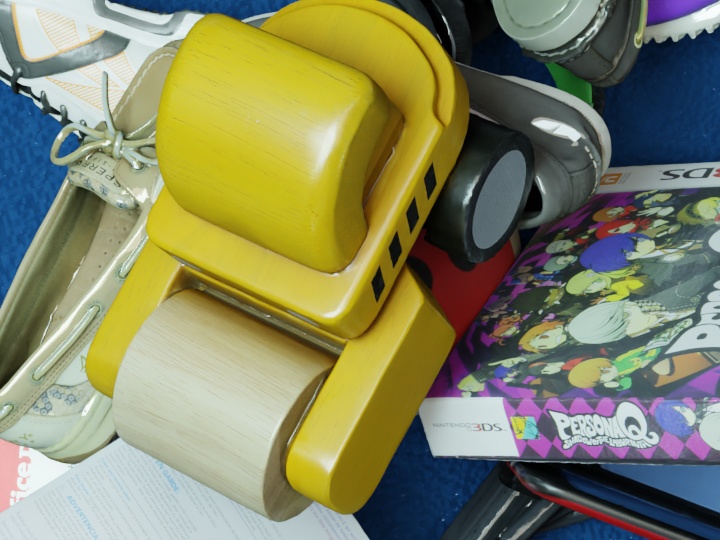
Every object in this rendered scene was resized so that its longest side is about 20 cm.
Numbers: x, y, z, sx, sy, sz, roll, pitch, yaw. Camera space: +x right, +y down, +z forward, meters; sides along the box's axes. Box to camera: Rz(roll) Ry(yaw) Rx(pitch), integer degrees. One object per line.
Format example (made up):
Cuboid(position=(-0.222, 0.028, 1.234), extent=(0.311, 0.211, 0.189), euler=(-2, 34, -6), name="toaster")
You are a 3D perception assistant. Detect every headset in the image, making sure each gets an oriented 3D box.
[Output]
Cuboid(position=(0.033, -0.128, 1.091), extent=(0.200, 0.124, 0.094), euler=(35, 132, -4), name="headset")

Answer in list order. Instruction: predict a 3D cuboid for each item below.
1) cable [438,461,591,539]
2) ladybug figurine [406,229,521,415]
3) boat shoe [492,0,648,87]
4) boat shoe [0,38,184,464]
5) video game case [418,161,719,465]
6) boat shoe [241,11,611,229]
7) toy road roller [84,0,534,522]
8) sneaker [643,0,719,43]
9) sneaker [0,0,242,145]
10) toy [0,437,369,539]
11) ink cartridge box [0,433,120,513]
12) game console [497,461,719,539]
Cuboid(position=(0.097, 0.182, 1.127), extent=(0.163, 0.051, 0.200), euler=(37, 83, -4), name="cable")
Cuboid(position=(0.000, 0.000, 1.069), extent=(0.136, 0.072, 0.200), euler=(33, 45, 18), name="ladybug figurine")
Cuboid(position=(0.097, -0.175, 1.109), extent=(0.072, 0.061, 0.202), euler=(-23, 50, 33), name="boat shoe")
Cuboid(position=(-0.112, -0.014, 1.042), extent=(0.063, 0.073, 0.201), euler=(23, 85, -43), name="boat shoe")
Cuboid(position=(0.144, 0.013, 1.026), extent=(0.181, 0.200, 0.036), euler=(-2, 121, 31), name="video game case")
Cuboid(position=(0.010, -0.066, 1.029), extent=(0.199, 0.057, 0.067), euler=(16, 127, 23), name="boat shoe")
Cuboid(position=(-0.033, -0.014, 0.929), extent=(0.123, 0.146, 0.200), euler=(24, 83, 25), name="toy road roller")
Cuboid(position=(0.186, -0.184, 1.094), extent=(0.200, 0.070, 0.100), euler=(-26, 108, 24), name="sneaker")
Cuboid(position=(-0.130, -0.093, 1.121), extent=(0.199, 0.074, 0.080), euler=(13, 89, 0), name="sneaker")
Cuboid(position=(-0.103, 0.141, 1.045), extent=(0.200, 0.047, 0.115), euler=(-32, 85, -22), name="toy")
Cuboid(position=(-0.113, 0.082, 1.115), extent=(0.199, 0.067, 0.117), euler=(4, 87, 0), name="ink cartridge box")
Cuboid(position=(0.174, 0.081, 1.062), extent=(0.199, 0.119, 0.173), euler=(21, 59, -1), name="game console")
